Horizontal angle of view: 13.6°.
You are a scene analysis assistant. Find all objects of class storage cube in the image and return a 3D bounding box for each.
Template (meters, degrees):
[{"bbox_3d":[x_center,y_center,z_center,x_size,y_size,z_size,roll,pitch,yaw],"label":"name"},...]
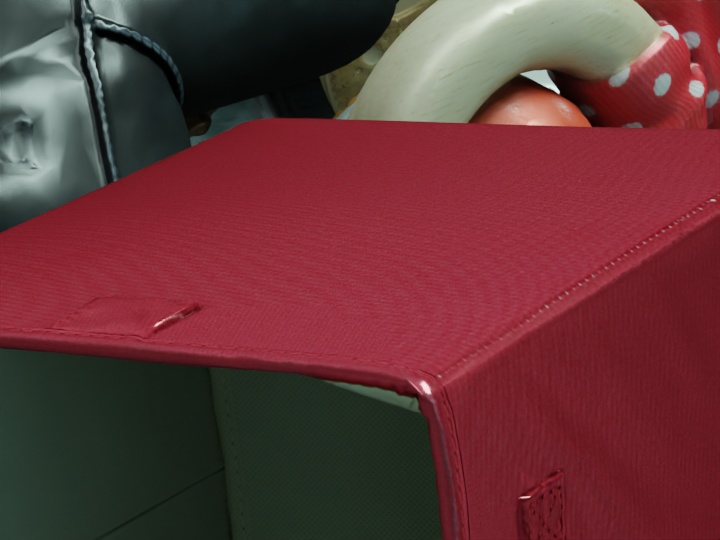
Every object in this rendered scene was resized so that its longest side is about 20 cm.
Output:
[{"bbox_3d":[0.001,0.068,0.694,0.199,0.172,0.180,3,19,35],"label":"storage cube"}]

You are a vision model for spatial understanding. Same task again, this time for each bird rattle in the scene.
[{"bbox_3d":[0.060,-0.020,0.846,0.163,0.201,0.113,14,16,-48],"label":"bird rattle"}]

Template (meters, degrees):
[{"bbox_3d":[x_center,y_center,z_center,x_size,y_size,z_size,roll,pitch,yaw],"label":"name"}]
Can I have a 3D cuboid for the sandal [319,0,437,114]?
[{"bbox_3d":[0.007,-0.124,0.977,0.077,0.213,0.070,-16,33,-7],"label":"sandal"}]

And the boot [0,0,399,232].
[{"bbox_3d":[-0.060,-0.031,0.884,0.197,0.073,0.163,4,65,-37],"label":"boot"}]

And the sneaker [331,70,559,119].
[{"bbox_3d":[0.000,0.000,0.950,0.199,0.076,0.092,-22,43,-2],"label":"sneaker"}]

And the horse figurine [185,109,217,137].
[{"bbox_3d":[-0.104,-0.049,1.058,0.199,0.050,0.133,8,32,30],"label":"horse figurine"}]
